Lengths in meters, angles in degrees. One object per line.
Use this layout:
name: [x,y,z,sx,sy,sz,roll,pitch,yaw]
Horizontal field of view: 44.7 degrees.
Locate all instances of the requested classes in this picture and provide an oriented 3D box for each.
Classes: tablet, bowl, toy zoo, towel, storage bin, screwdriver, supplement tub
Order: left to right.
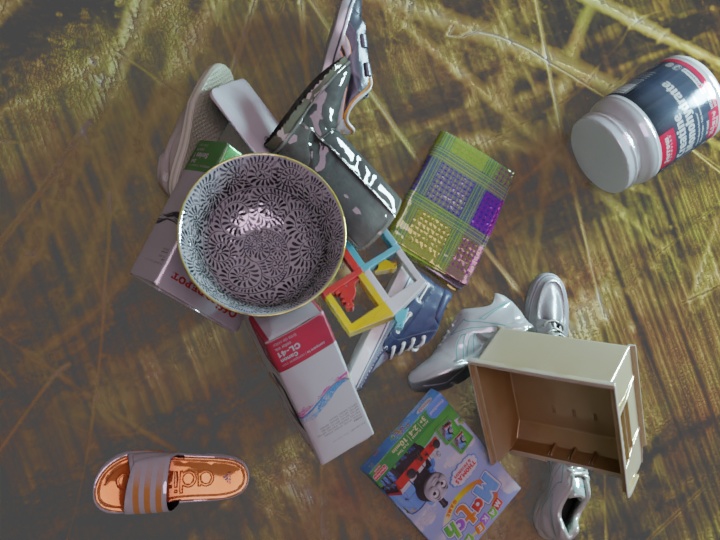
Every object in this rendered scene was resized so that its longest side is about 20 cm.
bowl: [-0.120,-0.030,1.059,0.197,0.094,0.205,3,71,-8]
screwdriver: [-0.115,-0.034,1.133,0.029,0.028,0.204,-4,106,-29]
tablet: [-0.117,-0.170,1.180,0.014,0.130,0.201,-36,97,22]
toy zoo: [0.000,0.000,1.207,0.130,0.021,0.201,-31,71,-14]
towel: [0.131,-0.089,1.288,0.142,0.023,0.202,29,79,-11]
storage bin: [0.265,0.189,1.165,0.094,0.197,0.201,-45,130,-43]
supplement tub: [0.432,-0.219,1.317,0.198,0.140,0.142,-32,94,-15]

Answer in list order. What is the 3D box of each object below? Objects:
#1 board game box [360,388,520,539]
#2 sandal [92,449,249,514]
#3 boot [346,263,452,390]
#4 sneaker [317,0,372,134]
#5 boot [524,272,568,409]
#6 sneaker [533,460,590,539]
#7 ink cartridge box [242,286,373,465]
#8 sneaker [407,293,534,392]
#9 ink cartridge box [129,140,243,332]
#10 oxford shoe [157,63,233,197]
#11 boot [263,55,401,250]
board game box: [0.116,0.293,1.235,0.151,0.036,0.201,-45,108,-14]
sandal: [-0.244,0.273,1.140,0.203,0.059,0.081,-2,86,-15]
boot: [0.053,0.095,1.225,0.089,0.073,0.202,29,78,-5]
sneaker: [-0.018,-0.289,1.234,0.078,0.078,0.204,15,93,-9]
boot: [0.288,0.103,1.277,0.072,0.095,0.204,3,85,-15]
sneaker: [0.308,0.294,1.271,0.069,0.080,0.204,12,82,-12]
ink cartridge box: [-0.072,0.122,1.116,0.085,0.147,0.203,-26,118,-13]
sneaker: [0.148,0.107,1.262,0.198,0.071,0.081,-29,66,-8]
ink cartridge box: [-0.186,-0.044,1.139,0.146,0.084,0.202,36,76,-39]
oxford shoe: [-0.225,-0.187,1.179,0.075,0.057,0.203,29,75,-52]
boot: [-0.013,-0.157,1.176,0.199,0.072,0.183,40,78,-15]
